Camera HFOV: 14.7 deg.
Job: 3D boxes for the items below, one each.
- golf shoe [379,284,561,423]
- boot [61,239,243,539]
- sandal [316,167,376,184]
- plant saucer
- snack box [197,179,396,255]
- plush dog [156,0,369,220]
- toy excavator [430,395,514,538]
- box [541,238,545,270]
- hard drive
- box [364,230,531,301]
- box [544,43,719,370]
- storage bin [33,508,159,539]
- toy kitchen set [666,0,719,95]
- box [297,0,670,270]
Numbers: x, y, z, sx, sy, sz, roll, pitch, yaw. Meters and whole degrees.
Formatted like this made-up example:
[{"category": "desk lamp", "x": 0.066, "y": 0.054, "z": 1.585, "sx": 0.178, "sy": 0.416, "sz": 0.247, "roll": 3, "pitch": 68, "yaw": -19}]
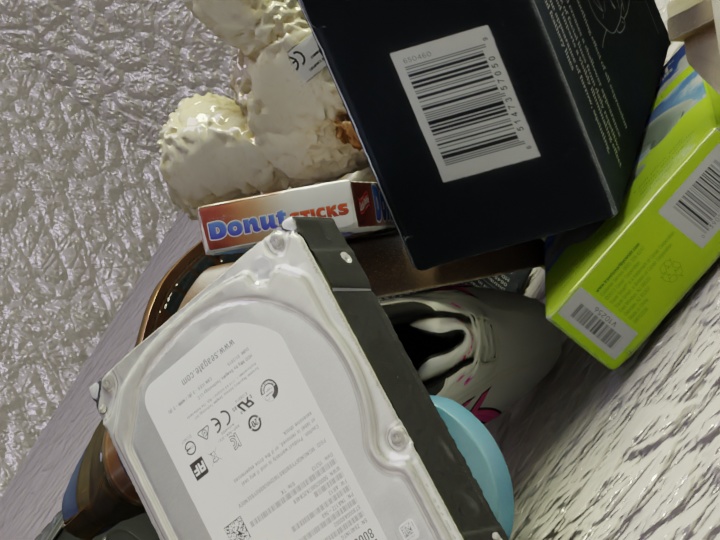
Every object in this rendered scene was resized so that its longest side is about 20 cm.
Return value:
[{"category": "golf shoe", "x": 0.035, "y": 0.046, "z": 1.346, "sx": 0.199, "sy": 0.073, "sz": 0.092, "roll": -10, "pitch": -2, "yaw": -42}, {"category": "boot", "x": -0.109, "y": 0.060, "z": 1.539, "sx": 0.097, "sy": 0.075, "sz": 0.200, "roll": -40, "pitch": 17, "yaw": 46}, {"category": "sandal", "x": -0.021, "y": -0.059, "z": 1.613, "sx": 0.080, "sy": 0.054, "sz": 0.200, "roll": -53, "pitch": 9, "yaw": -1}, {"category": "plant saucer", "x": 0.000, "y": 0.000, "z": 1.406, "sx": 0.199, "sy": 0.032, "sz": 0.200, "roll": -10, "pitch": 1, "yaw": 0}, {"category": "snack box", "x": -0.020, "y": -0.025, "z": 1.322, "sx": 0.071, "sy": 0.024, "sz": 0.200, "roll": -9, "pitch": 0, "yaw": 9}, {"category": "plush dog", "x": -0.002, "y": -0.119, "z": 1.450, "sx": 0.172, "sy": 0.160, "sz": 0.201, "roll": -43, "pitch": -35, "yaw": -48}, {"category": "toy excavator", "x": 0.005, "y": 0.119, "z": 1.311, "sx": 0.194, "sy": 0.100, "sz": 0.200, "roll": -27, "pitch": -9, "yaw": 29}, {"category": "box", "x": 0.120, "y": -0.066, "z": 1.587, "sx": 0.075, "sy": 0.050, "sz": 0.200, "roll": -50, "pitch": 9, "yaw": 20}, {"category": "hard drive", "x": -0.023, "y": 0.097, "z": 1.182, "sx": 0.140, "sy": 0.201, "sz": 0.038, "roll": -38, "pitch": -20, "yaw": 29}, {"category": "box", "x": -0.008, "y": 0.065, "z": 1.581, "sx": 0.148, "sy": 0.104, "sz": 0.200, "roll": -45, "pitch": 11, "yaw": 43}, {"category": "box", "x": 0.143, "y": -0.039, "z": 1.348, "sx": 0.122, "sy": 0.048, "sz": 0.200, "roll": -50, "pitch": 9, "yaw": 15}, {"category": "storage bin", "x": -0.154, "y": 0.231, "z": 1.586, "sx": 0.094, "sy": 0.135, "sz": 0.200, "roll": -47, "pitch": 8, "yaw": 43}, {"category": "toy kitchen set", "x": 0.150, "y": -0.140, "z": 1.316, "sx": 0.180, "sy": 0.199, "sz": 0.164, "roll": -27, "pitch": 68, "yaw": 59}, {"category": "box", "x": 0.065, "y": -0.120, "z": 1.331, "sx": 0.107, "sy": 0.149, "sz": 0.200, "roll": -15, "pitch": 23, "yaw": 22}]
